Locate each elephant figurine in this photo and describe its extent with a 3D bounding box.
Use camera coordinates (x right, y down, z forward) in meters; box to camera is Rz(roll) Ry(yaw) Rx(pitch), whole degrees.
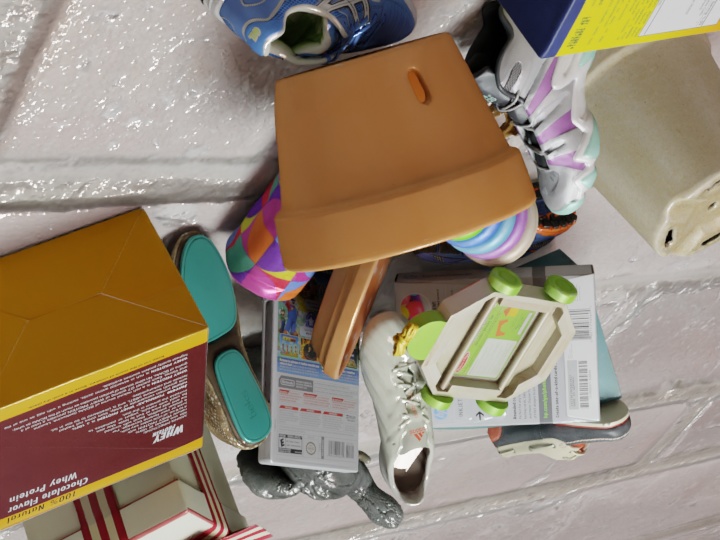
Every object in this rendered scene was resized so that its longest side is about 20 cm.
[{"bbox_3d":[-0.055,0.170,1.631,0.154,0.201,0.142,-19,151,-21],"label":"elephant figurine"}]

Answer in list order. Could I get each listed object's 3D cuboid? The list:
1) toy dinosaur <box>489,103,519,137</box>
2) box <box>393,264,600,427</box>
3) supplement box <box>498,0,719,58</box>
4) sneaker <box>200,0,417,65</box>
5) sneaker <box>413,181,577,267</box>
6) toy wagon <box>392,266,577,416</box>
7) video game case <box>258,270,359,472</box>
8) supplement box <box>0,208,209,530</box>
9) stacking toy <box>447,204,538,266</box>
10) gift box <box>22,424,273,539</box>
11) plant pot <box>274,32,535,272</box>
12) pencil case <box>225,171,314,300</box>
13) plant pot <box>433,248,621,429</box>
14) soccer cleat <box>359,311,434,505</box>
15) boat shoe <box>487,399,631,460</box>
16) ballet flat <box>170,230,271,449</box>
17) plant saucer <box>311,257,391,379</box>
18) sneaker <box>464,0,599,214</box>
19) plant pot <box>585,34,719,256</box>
[{"bbox_3d":[0.088,-0.122,1.482,0.106,0.061,0.200,-23,166,8],"label":"toy dinosaur"},{"bbox_3d":[0.138,0.077,1.642,0.199,0.157,0.041,-4,-166,6],"label":"box"},{"bbox_3d":[0.214,-0.256,1.311,0.199,0.110,0.109,-12,147,-31],"label":"supplement box"},{"bbox_3d":[-0.030,-0.183,1.219,0.199,0.077,0.076,-4,140,-44],"label":"sneaker"},{"bbox_3d":[0.129,-0.032,1.632,0.199,0.076,0.079,-8,148,-35],"label":"sneaker"},{"bbox_3d":[0.111,0.064,1.542,0.199,0.040,0.156,9,123,-33],"label":"toy wagon"},{"bbox_3d":[-0.046,0.085,1.535,0.018,0.201,0.143,-6,168,34],"label":"video game case"},{"bbox_3d":[-0.245,0.086,1.376,0.196,0.133,0.200,-21,150,-20],"label":"supplement box"},{"bbox_3d":[0.083,-0.060,1.442,0.085,0.086,0.200,-41,155,17],"label":"stacking toy"},{"bbox_3d":[-0.208,0.223,1.560,0.184,0.187,0.200,-30,151,13],"label":"gift box"},{"bbox_3d":[0.019,-0.094,1.227,0.199,0.141,0.200,-16,-173,2],"label":"plant pot"},{"bbox_3d":[-0.040,-0.062,1.400,0.088,0.089,0.200,-1,141,-44],"label":"pencil case"},{"bbox_3d":[0.151,0.085,1.730,0.199,0.142,0.141,-18,-169,0],"label":"plant pot"},{"bbox_3d":[0.043,0.135,1.593,0.069,0.078,0.201,-12,118,-10],"label":"soccer cleat"},{"bbox_3d":[0.211,0.170,1.737,0.071,0.063,0.199,-22,-169,-39],"label":"boat shoe"},{"bbox_3d":[-0.138,0.065,1.444,0.070,0.201,0.065,-20,-172,-39],"label":"ballet flat"},{"bbox_3d":[0.000,0.000,1.486,0.200,0.037,0.201,21,90,-86],"label":"plant saucer"},{"bbox_3d":[0.130,-0.143,1.394,0.139,0.078,0.201,-7,102,-24],"label":"sneaker"},{"bbox_3d":[0.283,-0.121,1.520,0.200,0.184,0.201,-24,152,-14],"label":"plant pot"}]
